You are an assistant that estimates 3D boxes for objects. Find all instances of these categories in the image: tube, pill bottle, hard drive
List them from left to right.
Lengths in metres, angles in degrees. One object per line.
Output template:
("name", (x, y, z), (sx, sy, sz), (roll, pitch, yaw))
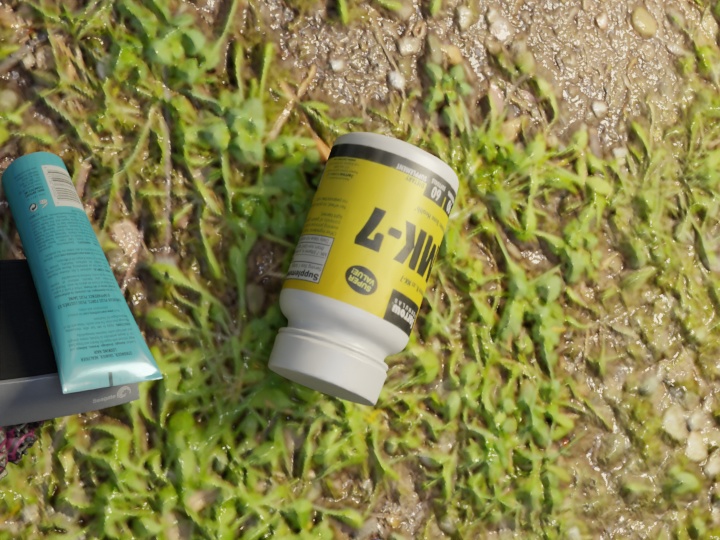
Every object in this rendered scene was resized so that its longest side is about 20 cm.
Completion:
("hard drive", (-0.271, 0.050, 0.970), (0.197, 0.043, 0.136), (-5, 51, -24))
("tube", (-0.215, 0.002, 0.976), (0.077, 0.051, 0.201), (-10, 57, -30))
("pill bottle", (0.000, 0.000, 1.074), (0.113, 0.114, 0.203), (22, 79, -17))

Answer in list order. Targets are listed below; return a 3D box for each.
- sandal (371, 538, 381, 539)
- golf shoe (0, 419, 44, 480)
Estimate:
("sandal", (-0.032, 0.304, 1.059), (0.086, 0.080, 0.201), (29, 69, 4))
("golf shoe", (-0.321, 0.143, 0.947), (0.091, 0.073, 0.200), (32, 46, 10))
